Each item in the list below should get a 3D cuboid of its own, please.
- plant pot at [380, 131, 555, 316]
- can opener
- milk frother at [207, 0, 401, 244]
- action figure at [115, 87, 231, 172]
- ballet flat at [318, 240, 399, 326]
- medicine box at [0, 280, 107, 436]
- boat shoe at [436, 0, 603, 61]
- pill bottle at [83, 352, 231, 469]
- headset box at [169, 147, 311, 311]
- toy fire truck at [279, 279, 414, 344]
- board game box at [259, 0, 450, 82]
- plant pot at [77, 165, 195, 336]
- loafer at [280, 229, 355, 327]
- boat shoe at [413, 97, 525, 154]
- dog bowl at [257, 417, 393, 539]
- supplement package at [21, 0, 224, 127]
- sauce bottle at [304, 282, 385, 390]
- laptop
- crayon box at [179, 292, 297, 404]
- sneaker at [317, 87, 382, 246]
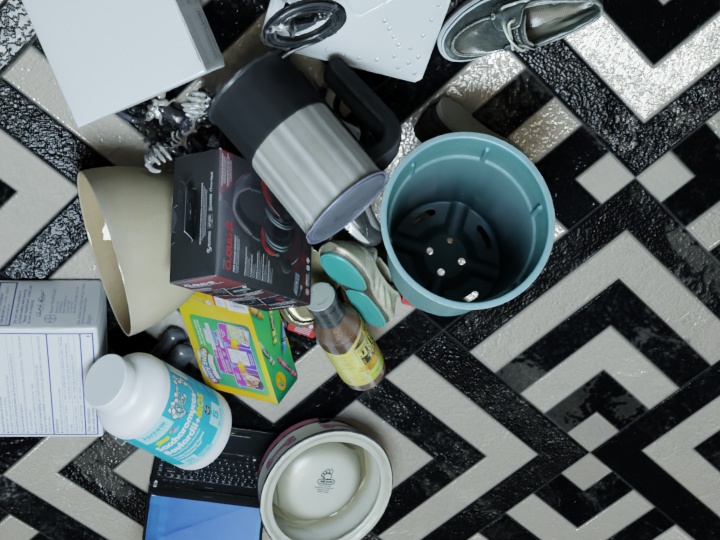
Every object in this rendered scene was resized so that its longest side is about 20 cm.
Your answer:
[{"bbox_3d":[0.112,-0.037,1.645,0.197,0.204,0.196,-1,169,-5],"label":"plant pot"},{"bbox_3d":[-0.279,0.160,1.894,0.066,0.054,0.200,5,133,-50],"label":"can opener"},{"bbox_3d":[-0.048,-0.168,1.521,0.180,0.189,0.200,-39,168,-8],"label":"milk frother"},{"bbox_3d":[-0.219,-0.172,1.616,0.198,0.102,0.120,26,109,-20],"label":"action figure"},{"bbox_3d":[0.000,0.000,1.700,0.067,0.063,0.200,16,158,23],"label":"ballet flat"},{"bbox_3d":[-0.429,0.114,1.802,0.197,0.104,0.184,1,126,-6],"label":"medicine box"},{"bbox_3d":[0.181,-0.285,1.590,0.198,0.071,0.073,-22,126,11],"label":"boat shoe"},{"bbox_3d":[-0.261,0.175,1.784,0.110,0.112,0.200,-33,142,18],"label":"pill bottle"},{"bbox_3d":[-0.142,-0.045,1.618,0.074,0.151,0.199,-9,163,33],"label":"headset box"},{"bbox_3d":[-0.017,0.035,1.818,0.198,0.049,0.142,21,121,-18],"label":"toy fire truck"},{"bbox_3d":[0.005,-0.325,1.572,0.197,0.026,0.202,11,124,-14],"label":"board game box"},{"bbox_3d":[-0.244,-0.038,1.670,0.133,0.201,0.202,-17,129,-17],"label":"plant pot"},{"bbox_3d":[-0.051,-0.019,1.734,0.075,0.068,0.202,18,104,-6],"label":"loafer"},{"bbox_3d":[0.149,-0.135,1.707,0.199,0.067,0.057,37,131,-22],"label":"boat shoe"},{"bbox_3d":[-0.057,0.296,1.960,0.197,0.074,0.203,-9,116,-19],"label":"dog bowl"},{"bbox_3d":[-0.260,-0.278,1.482,0.154,0.111,0.202,-21,99,10],"label":"supplement package"},{"bbox_3d":[-0.022,0.082,1.747,0.064,0.065,0.201,-18,147,8],"label":"sauce bottle"},{"bbox_3d":[-0.211,0.324,1.977,0.175,0.104,0.202,9,125,-12],"label":"laptop"},{"bbox_3d":[-0.162,0.072,1.792,0.117,0.058,0.202,11,133,29],"label":"crayon box"},{"bbox_3d":[-0.019,-0.124,1.647,0.079,0.074,0.202,-28,92,4],"label":"sneaker"}]
